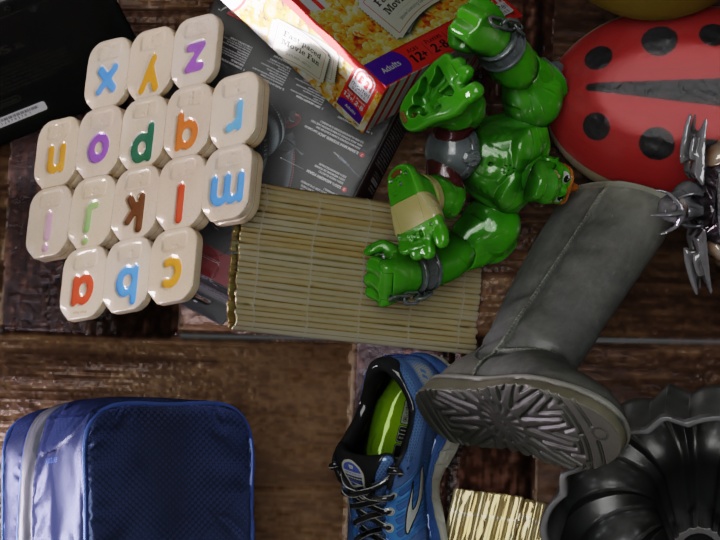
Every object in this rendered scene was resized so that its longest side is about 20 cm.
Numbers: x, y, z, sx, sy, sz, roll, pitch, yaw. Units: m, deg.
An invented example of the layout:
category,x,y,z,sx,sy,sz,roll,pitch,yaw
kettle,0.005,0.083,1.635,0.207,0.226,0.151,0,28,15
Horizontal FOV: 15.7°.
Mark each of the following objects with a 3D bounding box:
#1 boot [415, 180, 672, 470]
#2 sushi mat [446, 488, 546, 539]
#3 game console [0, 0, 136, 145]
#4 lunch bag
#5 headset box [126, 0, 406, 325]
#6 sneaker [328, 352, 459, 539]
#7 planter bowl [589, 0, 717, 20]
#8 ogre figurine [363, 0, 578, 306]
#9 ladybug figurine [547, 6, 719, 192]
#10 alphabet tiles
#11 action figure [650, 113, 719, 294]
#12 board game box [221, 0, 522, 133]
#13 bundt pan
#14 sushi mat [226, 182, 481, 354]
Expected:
category,x,y,z,sx,sy,sz,roll,pitch,yaw
boot,0.145,0.029,1.646,0.182,0.073,0.200,11,46,46
sushi mat,0.087,0.248,1.718,0.095,0.012,0.200,13,85,9
game console,-0.269,-0.185,1.782,0.200,0.176,0.117,-21,44,5
lunch bag,-0.155,0.183,1.695,0.136,0.132,0.201,5,81,-35
headset box,-0.070,-0.064,1.749,0.148,0.075,0.200,26,87,9
sneaker,0.011,0.148,1.699,0.078,0.089,0.201,0,79,36
planter bowl,0.191,-0.221,1.710,0.200,0.201,0.084,8,128,8
ogre figurine,0.075,-0.074,1.685,0.098,0.120,0.201,6,94,42
ladybug figurine,0.215,-0.112,1.721,0.199,0.072,0.136,-1,84,7
alphabet tiles,-0.140,-0.066,1.698,0.200,0.015,0.196,-10,67,37
action figure,0.277,-0.047,1.663,0.199,0.069,0.130,-5,111,-16
board game box,-0.015,-0.193,1.716,0.200,0.151,0.046,43,134,15
bundt pan,0.214,0.155,1.655,0.201,0.076,0.202,3,121,4
sushi mat,0.000,0.000,1.700,0.200,0.012,0.096,7,86,-36
